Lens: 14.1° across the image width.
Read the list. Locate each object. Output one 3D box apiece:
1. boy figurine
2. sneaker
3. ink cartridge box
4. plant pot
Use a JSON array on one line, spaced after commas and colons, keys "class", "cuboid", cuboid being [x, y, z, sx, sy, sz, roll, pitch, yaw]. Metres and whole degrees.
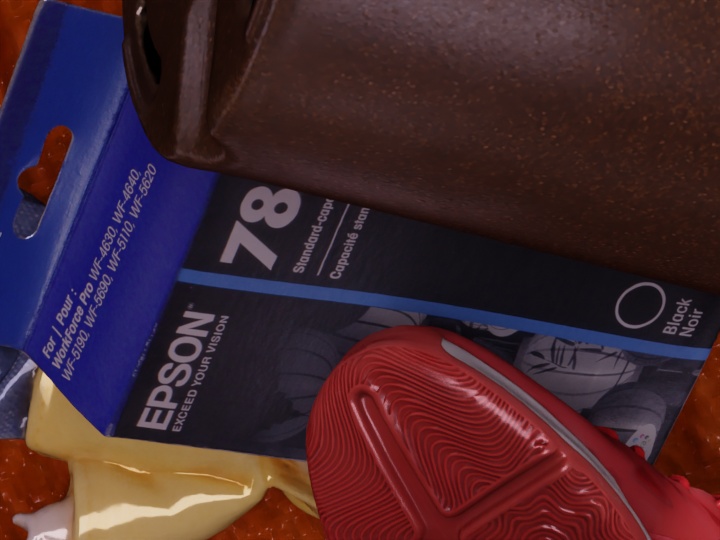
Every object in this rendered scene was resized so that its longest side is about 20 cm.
[{"class": "boy figurine", "cuboid": [-0.062, 0.030, 0.814, 0.199, 0.064, 0.125, 21, 86, 5]}, {"class": "sneaker", "cuboid": [0.068, 0.074, 0.743, 0.078, 0.116, 0.200, -32, 107, 26]}, {"class": "ink cartridge box", "cuboid": [0.000, 0.000, 0.722, 0.199, 0.039, 0.100, 9, 120, -26]}, {"class": "plant pot", "cuboid": [0.061, -0.082, 0.630, 0.197, 0.200, 0.202, 7, 94, -19]}]
